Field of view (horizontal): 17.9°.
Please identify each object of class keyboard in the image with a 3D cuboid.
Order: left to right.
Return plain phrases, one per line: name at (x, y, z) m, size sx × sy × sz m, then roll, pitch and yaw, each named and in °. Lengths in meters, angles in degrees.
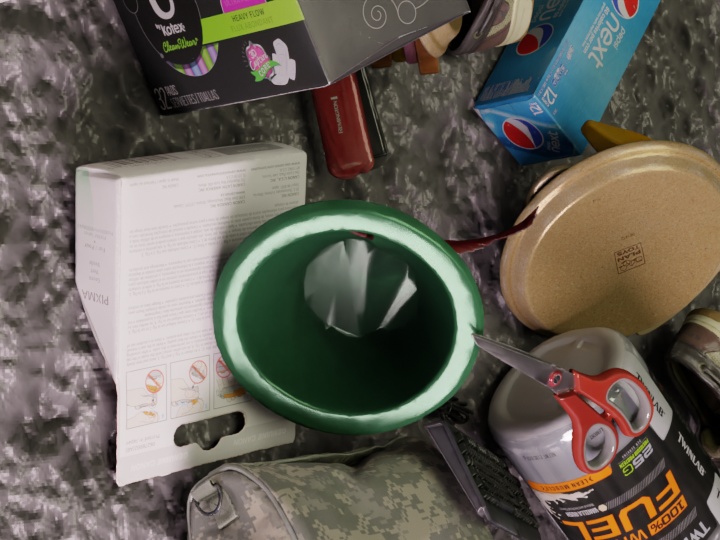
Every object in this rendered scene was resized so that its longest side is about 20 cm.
keyboard at (0.079, 0.127, 1.566) m, size 0.127 × 0.021 × 0.200 m, roll 58°, pitch 5°, yaw 18°

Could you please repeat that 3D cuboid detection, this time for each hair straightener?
hair straightener at (-0.021, -0.164, 1.586) m, size 0.077 × 0.041 × 0.200 m, roll -22°, pitch 95°, yaw -69°

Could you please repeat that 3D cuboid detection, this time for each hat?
hat at (0.000, 0.000, 1.527) m, size 0.200 × 0.166 × 0.176 m, roll 35°, pitch 22°, yaw -18°

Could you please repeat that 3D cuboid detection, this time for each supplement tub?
supplement tub at (0.191, 0.149, 1.671) m, size 0.200 × 0.122 × 0.123 m, roll 53°, pitch 53°, yaw -25°

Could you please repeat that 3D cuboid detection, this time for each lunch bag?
lunch bag at (-0.008, 0.194, 1.468) m, size 0.200 × 0.139 × 0.168 m, roll -3°, pitch 69°, yaw -46°

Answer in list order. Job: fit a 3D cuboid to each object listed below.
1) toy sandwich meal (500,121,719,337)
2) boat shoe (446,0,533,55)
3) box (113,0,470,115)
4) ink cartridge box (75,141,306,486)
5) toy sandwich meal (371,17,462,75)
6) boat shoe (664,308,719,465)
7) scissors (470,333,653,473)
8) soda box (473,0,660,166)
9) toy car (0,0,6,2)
toy sandwich meal at (0.190, -0.030, 1.690) m, size 0.205 × 0.205 × 0.070 m, roll 27°, pitch 25°, yaw -38°
boat shoe at (0.087, -0.240, 1.627) m, size 0.065 × 0.073 × 0.200 m, roll -33°, pitch 134°, yaw -33°
box at (-0.056, -0.193, 1.424) m, size 0.124 × 0.200 × 0.149 m, roll -30°, pitch 104°, yaw -32°
ink cartridge box at (-0.108, 0.024, 1.474) m, size 0.161 × 0.050 × 0.200 m, roll -10°, pitch 109°, yaw -44°
toy sandwich meal at (0.017, -0.227, 1.526) m, size 0.205 × 0.070 × 0.206 m, roll -11°, pitch 90°, yaw -78°
boat shoe at (0.297, 0.126, 1.812) m, size 0.065 × 0.073 × 0.200 m, roll -40°, pitch 107°, yaw -26°
scissors at (0.137, 0.069, 1.520) m, size 0.073 × 0.014 × 0.200 m, roll -49°, pitch 134°, yaw -7°
soda box at (0.164, -0.176, 1.734) m, size 0.068 × 0.064 × 0.200 m, roll 48°, pitch 55°, yaw -28°
toy car at (-0.221, -0.266, 1.323) m, size 0.175 × 0.150 × 0.200 m, roll 36°, pitch 61°, yaw -34°
